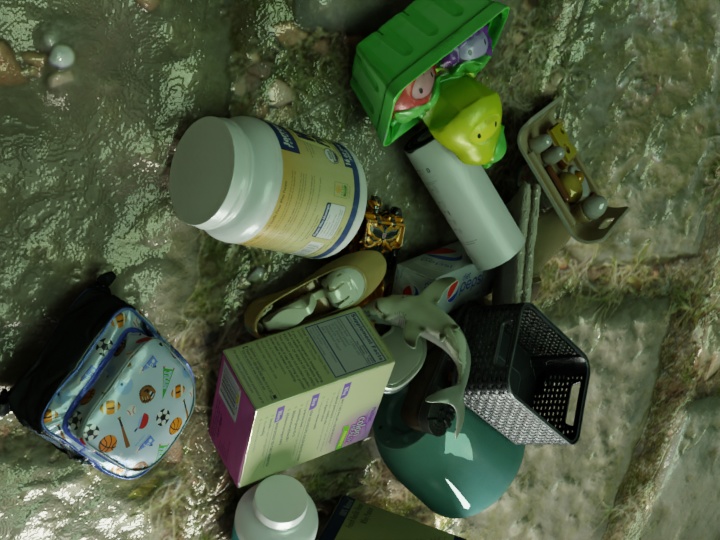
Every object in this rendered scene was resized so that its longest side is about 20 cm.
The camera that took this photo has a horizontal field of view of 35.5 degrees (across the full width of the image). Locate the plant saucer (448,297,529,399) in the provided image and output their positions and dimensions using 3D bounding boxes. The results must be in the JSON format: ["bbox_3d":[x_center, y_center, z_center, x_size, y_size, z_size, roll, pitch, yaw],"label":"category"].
[{"bbox_3d":[0.194,0.117,1.653,0.029,0.201,0.199,-35,146,31],"label":"plant saucer"}]

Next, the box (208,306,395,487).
[{"bbox_3d":[-0.078,0.160,1.430,0.199,0.097,0.177,-17,145,-27],"label":"box"}]

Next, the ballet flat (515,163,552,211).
[{"bbox_3d":[0.314,-0.108,1.726,0.199,0.064,0.076,28,92,-45],"label":"ballet flat"}]

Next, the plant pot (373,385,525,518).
[{"bbox_3d":[0.114,0.234,1.631,0.161,0.200,0.201,39,83,-38],"label":"plant pot"}]

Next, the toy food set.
[{"bbox_3d":[0.312,-0.147,1.618,0.201,0.060,0.143,59,36,-5],"label":"toy food set"}]

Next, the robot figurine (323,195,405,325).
[{"bbox_3d":[0.000,0.000,1.502,0.144,0.058,0.202,3,109,-44],"label":"robot figurine"}]

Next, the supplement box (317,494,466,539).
[{"bbox_3d":[0.029,0.446,1.597,0.200,0.198,0.135,-43,150,-75],"label":"supplement box"}]

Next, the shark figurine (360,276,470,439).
[{"bbox_3d":[0.105,0.100,1.446,0.128,0.215,0.090,-31,143,-8],"label":"shark figurine"}]

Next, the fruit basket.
[{"bbox_3d":[0.111,-0.225,1.389,0.215,0.216,0.156,-40,167,-19],"label":"fruit basket"}]

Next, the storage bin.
[{"bbox_3d":[0.222,0.144,1.535,0.200,0.093,0.136,40,55,-41],"label":"storage bin"}]

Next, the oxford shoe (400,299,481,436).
[{"bbox_3d":[0.108,0.125,1.543,0.073,0.084,0.201,46,63,-37],"label":"oxford shoe"}]

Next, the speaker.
[{"bbox_3d":[0.141,-0.100,1.512,0.081,0.081,0.201,-40,108,-19],"label":"speaker"}]

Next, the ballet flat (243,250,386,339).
[{"bbox_3d":[-0.052,0.038,1.423,0.199,0.063,0.069,-27,107,-2],"label":"ballet flat"}]

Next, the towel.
[{"bbox_3d":[0.220,-0.019,1.614,0.034,0.133,0.202,9,74,-4],"label":"towel"}]

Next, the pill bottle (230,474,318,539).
[{"bbox_3d":[-0.116,0.353,1.494,0.110,0.111,0.201,-26,149,-30],"label":"pill bottle"}]

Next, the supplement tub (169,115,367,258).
[{"bbox_3d":[-0.106,-0.096,1.299,0.199,0.144,0.146,11,104,-44],"label":"supplement tub"}]

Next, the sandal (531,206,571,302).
[{"bbox_3d":[0.260,-0.041,1.718,0.077,0.070,0.213,2,133,-19],"label":"sandal"}]

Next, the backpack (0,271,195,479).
[{"bbox_3d":[-0.274,0.139,1.272,0.201,0.153,0.191,-52,145,-13],"label":"backpack"}]

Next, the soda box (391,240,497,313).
[{"bbox_3d":[0.121,0.011,1.575,0.199,0.063,0.069,-21,127,-54],"label":"soda box"}]

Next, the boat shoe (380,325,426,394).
[{"bbox_3d":[0.052,0.112,1.546,0.201,0.072,0.062,-69,177,-54],"label":"boat shoe"}]
